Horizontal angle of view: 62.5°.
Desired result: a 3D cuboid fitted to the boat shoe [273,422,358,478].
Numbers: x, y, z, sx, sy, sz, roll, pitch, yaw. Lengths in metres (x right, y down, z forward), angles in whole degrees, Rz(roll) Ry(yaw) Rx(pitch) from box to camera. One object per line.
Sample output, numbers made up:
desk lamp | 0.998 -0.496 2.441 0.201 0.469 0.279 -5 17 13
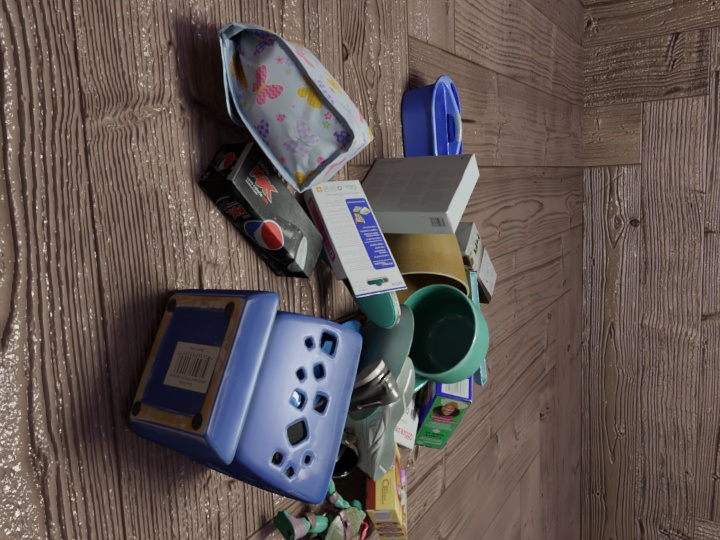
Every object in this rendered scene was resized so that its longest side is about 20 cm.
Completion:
boat shoe | -0.068 0.267 0.885 0.075 0.063 0.200 -54 144 2

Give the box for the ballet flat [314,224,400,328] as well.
ballet flat | 0.000 0.000 0.936 0.201 0.072 0.072 49 40 3

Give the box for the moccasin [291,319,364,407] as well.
moccasin | -0.069 0.139 0.908 0.199 0.067 0.083 -39 111 -45

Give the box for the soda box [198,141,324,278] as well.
soda box | -0.126 -0.075 0.800 0.201 0.062 0.072 54 48 -44

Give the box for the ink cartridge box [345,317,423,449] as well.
ink cartridge box | 0.054 0.210 1.091 0.144 0.081 0.206 39 59 -52

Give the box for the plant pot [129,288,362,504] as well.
plant pot | -0.136 0.130 0.680 0.179 0.195 0.206 37 62 -46

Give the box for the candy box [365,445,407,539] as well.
candy box | 0.048 0.390 1.046 0.202 0.054 0.120 73 15 -52

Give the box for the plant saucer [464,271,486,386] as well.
plant saucer | 0.213 0.107 1.100 0.070 0.018 0.208 3 80 -70

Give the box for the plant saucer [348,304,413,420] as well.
plant saucer | 0.015 0.139 0.965 0.038 0.200 0.206 27 63 -16

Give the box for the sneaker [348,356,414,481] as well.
sneaker | 0.028 0.227 0.949 0.070 0.079 0.207 7 103 -54

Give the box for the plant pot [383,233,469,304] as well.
plant pot | 0.104 -0.048 1.098 0.186 0.181 0.206 39 45 -52

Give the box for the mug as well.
mug | 0.131 0.120 1.021 0.114 0.181 0.156 32 40 -56

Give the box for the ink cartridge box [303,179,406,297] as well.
ink cartridge box | -0.010 -0.047 0.889 0.092 0.037 0.204 -7 60 -33

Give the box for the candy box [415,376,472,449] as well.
candy box | 0.159 0.225 1.162 0.203 0.074 0.173 102 -1 -48

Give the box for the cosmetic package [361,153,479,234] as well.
cosmetic package | 0.089 -0.132 1.019 0.153 0.195 0.052 -62 140 -33

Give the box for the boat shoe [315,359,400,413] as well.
boat shoe | -0.015 0.193 0.876 0.058 0.199 0.067 53 47 -1

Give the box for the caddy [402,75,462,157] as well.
caddy | 0.159 -0.287 1.210 0.140 0.102 0.207 -25 113 -56

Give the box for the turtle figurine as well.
turtle figurine | -0.053 0.390 0.924 0.197 0.098 0.156 -4 94 -52

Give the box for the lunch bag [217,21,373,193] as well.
lunch bag | -0.088 -0.212 0.754 0.202 0.126 0.170 53 14 -6

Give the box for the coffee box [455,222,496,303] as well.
coffee box | 0.223 -0.015 1.327 0.201 0.110 0.082 53 50 -45
